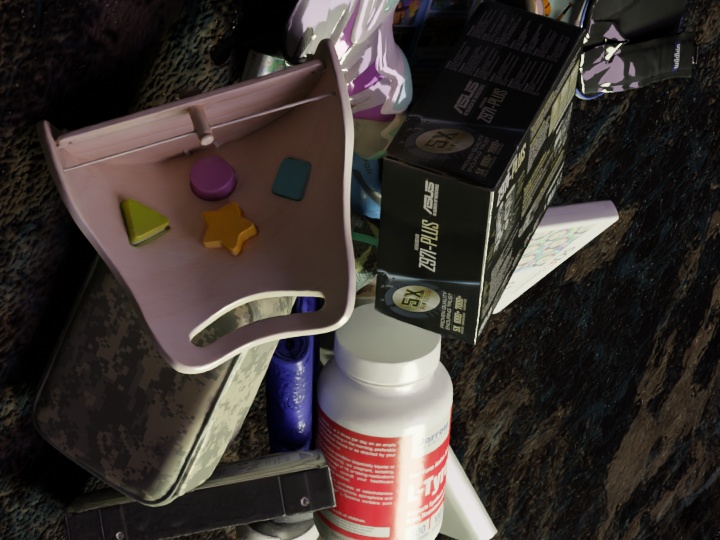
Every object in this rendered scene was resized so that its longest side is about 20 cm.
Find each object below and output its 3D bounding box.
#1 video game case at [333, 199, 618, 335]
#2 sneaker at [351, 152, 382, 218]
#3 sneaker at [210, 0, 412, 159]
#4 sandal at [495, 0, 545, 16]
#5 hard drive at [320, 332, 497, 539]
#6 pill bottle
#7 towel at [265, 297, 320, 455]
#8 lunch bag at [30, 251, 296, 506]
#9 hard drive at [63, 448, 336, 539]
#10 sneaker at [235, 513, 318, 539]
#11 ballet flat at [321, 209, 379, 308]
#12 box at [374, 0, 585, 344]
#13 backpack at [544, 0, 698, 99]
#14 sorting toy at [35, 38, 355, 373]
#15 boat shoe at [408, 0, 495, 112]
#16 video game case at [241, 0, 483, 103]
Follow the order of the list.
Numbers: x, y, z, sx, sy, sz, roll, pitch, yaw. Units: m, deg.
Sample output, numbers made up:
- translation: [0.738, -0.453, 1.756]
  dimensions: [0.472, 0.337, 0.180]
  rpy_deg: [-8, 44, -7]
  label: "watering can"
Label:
- translation: [0.098, 0.000, 1.574]
  dimensions: [0.200, 0.024, 0.182]
  rpy_deg: [-8, 157, -41]
  label: "video game case"
- translation: [0.044, -0.068, 1.477]
  dimensions: [0.200, 0.078, 0.066]
  rpy_deg: [13, 66, -52]
  label: "sneaker"
- translation: [-0.039, -0.153, 1.270]
  dimensions: [0.140, 0.078, 0.200]
  rpy_deg: [-20, 128, -24]
  label: "sneaker"
- translation: [0.110, -0.186, 1.463]
  dimensions: [0.054, 0.080, 0.200]
  rpy_deg: [-9, 114, -15]
  label: "sandal"
- translation: [0.037, 0.148, 1.629]
  dimensions: [0.026, 0.132, 0.200]
  rpy_deg: [-36, 107, -20]
  label: "hard drive"
- translation: [0.018, 0.131, 1.500]
  dimensions: [0.112, 0.112, 0.200]
  rpy_deg: [-33, 138, -41]
  label: "pill bottle"
- translation: [-0.060, 0.068, 1.495]
  dimensions: [0.200, 0.049, 0.148]
  rpy_deg: [91, 3, -53]
  label: "towel"
- translation: [-0.127, 0.054, 1.336]
  dimensions: [0.200, 0.139, 0.168]
  rpy_deg: [-64, 165, 21]
  label: "lunch bag"
- translation: [-0.122, 0.175, 1.404]
  dimensions: [0.140, 0.200, 0.038]
  rpy_deg: [168, -89, -87]
  label: "hard drive"
- translation: [-0.044, 0.180, 1.706]
  dimensions: [0.200, 0.075, 0.114]
  rpy_deg: [-31, 144, -53]
  label: "sneaker"
- translation: [0.000, 0.000, 1.467]
  dimensions: [0.074, 0.074, 0.200]
  rpy_deg: [-54, 174, -7]
  label: "ballet flat"
- translation: [0.089, -0.075, 1.373]
  dimensions: [0.164, 0.086, 0.200]
  rpy_deg: [93, 22, -47]
  label: "box"
- translation: [0.206, -0.247, 1.580]
  dimensions: [0.190, 0.154, 0.200]
  rpy_deg: [-42, 143, -44]
  label: "backpack"
- translation: [-0.087, -0.030, 1.196]
  dimensions: [0.200, 0.180, 0.107]
  rpy_deg: [-16, 159, -5]
  label: "sorting toy"
- translation: [0.051, -0.169, 1.489]
  dimensions: [0.200, 0.063, 0.073]
  rpy_deg: [-46, 152, -23]
  label: "boat shoe"
- translation: [0.016, -0.207, 1.355]
  dimensions: [0.200, 0.024, 0.182]
  rpy_deg: [-6, 126, -40]
  label: "video game case"
